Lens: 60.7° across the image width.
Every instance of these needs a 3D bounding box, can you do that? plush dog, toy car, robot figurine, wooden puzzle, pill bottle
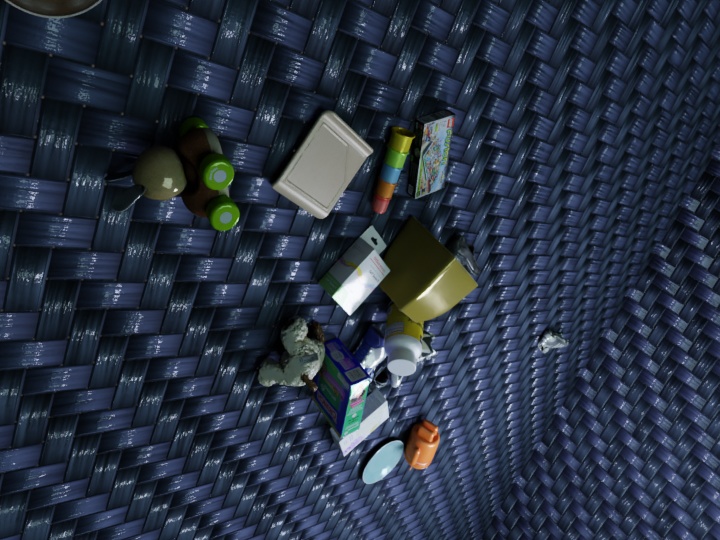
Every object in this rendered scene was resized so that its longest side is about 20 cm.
[{"bbox_3d":[-0.144,0.227,1.565,0.203,0.159,0.171,-58,168,14],"label":"plush dog"},{"bbox_3d":[-0.326,-0.148,1.041,0.195,0.165,0.161,-18,134,-21],"label":"toy car"},{"bbox_3d":[0.231,0.660,2.315,0.113,0.145,0.205,8,119,-15],"label":"robot figurine"},{"bbox_3d":[-0.081,-0.225,1.325,0.201,0.037,0.184,-51,143,7],"label":"wooden puzzle"},{"bbox_3d":[0.122,0.185,1.724,0.107,0.204,0.113,5,141,4],"label":"pill bottle"}]

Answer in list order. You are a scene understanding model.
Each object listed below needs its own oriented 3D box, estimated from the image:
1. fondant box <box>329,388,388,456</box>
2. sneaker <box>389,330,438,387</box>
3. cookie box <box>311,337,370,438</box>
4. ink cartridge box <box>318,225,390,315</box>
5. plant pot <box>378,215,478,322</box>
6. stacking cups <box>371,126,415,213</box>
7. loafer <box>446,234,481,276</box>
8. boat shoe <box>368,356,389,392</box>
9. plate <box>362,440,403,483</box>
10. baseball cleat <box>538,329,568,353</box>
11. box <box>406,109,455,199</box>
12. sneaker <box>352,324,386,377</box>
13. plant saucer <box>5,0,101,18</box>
[{"bbox_3d":[-0.001,0.486,1.961,0.198,0.058,0.146,-36,151,-16],"label":"fondant box"},{"bbox_3d":[0.167,0.265,1.850,0.080,0.126,0.204,105,3,-66],"label":"sneaker"},{"bbox_3d":[-0.058,0.323,1.691,0.074,0.171,0.205,-15,131,-32],"label":"cookie box"},{"bbox_3d":[0.000,0.000,1.564,0.201,0.067,0.117,-48,143,-3],"label":"ink cartridge box"},{"bbox_3d":[0.163,0.018,1.656,0.200,0.195,0.195,-45,143,4],"label":"plant pot"},{"bbox_3d":[0.072,-0.231,1.451,0.059,0.060,0.205,-8,126,-41],"label":"stacking cups"},{"bbox_3d":[0.326,-0.041,1.866,0.073,0.072,0.199,-55,144,1],"label":"loafer"},{"bbox_3d":[0.055,0.322,1.868,0.070,0.069,0.203,-13,142,-30],"label":"boat shoe"},{"bbox_3d":[0.079,0.700,2.267,0.197,0.025,0.205,-27,136,-28],"label":"plate"},{"bbox_3d":[0.842,0.320,2.712,0.197,0.070,0.107,24,110,-42],"label":"baseball cleat"},{"bbox_3d":[0.175,-0.288,1.530,0.108,0.035,0.205,-24,135,-31],"label":"box"},{"bbox_3d":[-0.001,0.263,1.772,0.113,0.080,0.204,-6,126,-45],"label":"sneaker"},{"bbox_3d":[-0.412,-0.441,0.800,0.197,0.034,0.204,-28,138,-28],"label":"plant saucer"}]
